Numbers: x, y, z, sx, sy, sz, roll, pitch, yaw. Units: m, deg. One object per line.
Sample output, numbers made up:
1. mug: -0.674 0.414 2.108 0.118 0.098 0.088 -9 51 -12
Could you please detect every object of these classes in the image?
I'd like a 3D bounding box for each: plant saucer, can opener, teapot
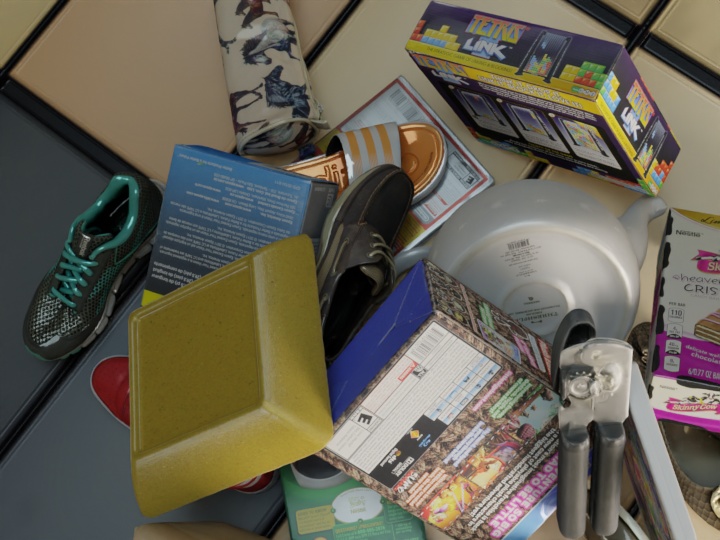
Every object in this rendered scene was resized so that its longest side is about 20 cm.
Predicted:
1. plant saucer: -0.124 0.079 1.093 0.200 0.048 0.201 -25 53 26
2. can opener: 0.173 0.117 1.007 0.053 0.200 0.067 -6 39 -1
3. teapot: 0.142 -0.003 1.155 0.200 0.146 0.198 25 118 -14

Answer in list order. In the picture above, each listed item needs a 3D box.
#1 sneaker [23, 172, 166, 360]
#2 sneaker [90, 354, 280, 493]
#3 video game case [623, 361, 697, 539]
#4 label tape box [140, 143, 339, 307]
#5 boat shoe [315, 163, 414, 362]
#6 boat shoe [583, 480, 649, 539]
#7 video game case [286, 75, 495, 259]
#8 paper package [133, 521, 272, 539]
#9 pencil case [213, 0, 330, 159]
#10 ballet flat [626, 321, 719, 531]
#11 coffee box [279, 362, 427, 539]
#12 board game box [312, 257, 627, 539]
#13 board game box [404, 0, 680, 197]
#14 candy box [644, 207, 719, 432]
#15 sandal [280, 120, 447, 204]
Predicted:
1. sneaker: -0.252 -0.011 1.217 0.077 0.091 0.200 30 81 14
2. sneaker: -0.166 0.131 1.166 0.200 0.112 0.071 29 86 13
3. video game case: 0.232 0.159 1.070 0.018 0.200 0.144 -17 74 3
4. label tape box: -0.116 -0.001 1.200 0.144 0.063 0.201 17 98 22
5. boat shoe: 0.000 0.000 1.152 0.073 0.074 0.200 17 73 45
6. boat shoe: 0.233 0.270 1.109 0.060 0.072 0.202 -34 78 -8
7. video game case: 0.007 -0.073 1.250 0.200 0.017 0.143 -39 75 -5
8. paper package: -0.097 0.311 1.049 0.200 0.103 0.191 9 96 47
9. pencil case: -0.088 -0.206 1.256 0.089 0.078 0.201 -11 70 -1
10. ballet flat: 0.289 0.135 1.150 0.067 0.046 0.201 -23 74 1
11. coffee box: -0.011 0.172 1.175 0.123 0.044 0.201 -12 75 4
12. board game box: 0.084 0.117 1.079 0.200 0.097 0.160 34 110 -18
13. board game box: 0.159 -0.150 1.143 0.200 0.165 0.057 23 77 37
14. candy box: 0.317 0.043 1.119 0.136 0.061 0.200 10 47 8
15. sandal: -0.018 -0.086 1.216 0.206 0.059 0.079 -18 75 2
